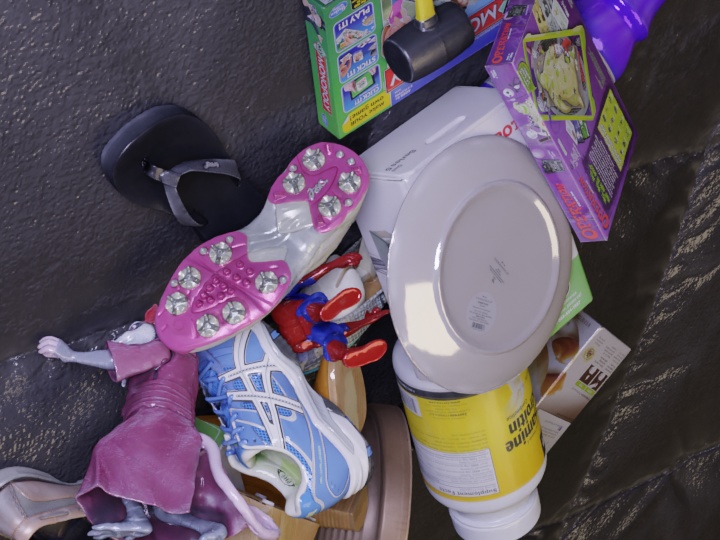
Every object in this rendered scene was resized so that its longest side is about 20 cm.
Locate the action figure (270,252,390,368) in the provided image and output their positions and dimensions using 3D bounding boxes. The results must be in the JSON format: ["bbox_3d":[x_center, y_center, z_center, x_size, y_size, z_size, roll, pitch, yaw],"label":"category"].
[{"bbox_3d":[-0.010,0.026,1.436,0.099,0.200,0.065,-27,100,-17],"label":"action figure"}]

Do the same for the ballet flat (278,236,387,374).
[{"bbox_3d":[0.000,0.000,1.558,0.200,0.072,0.072,-41,147,-21],"label":"ballet flat"}]

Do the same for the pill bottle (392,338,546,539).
[{"bbox_3d":[0.100,0.137,1.649,0.112,0.112,0.201,-32,127,-24],"label":"pill bottle"}]

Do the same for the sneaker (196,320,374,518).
[{"bbox_3d":[-0.079,0.102,1.449,0.077,0.200,0.076,-38,166,-40],"label":"sneaker"}]

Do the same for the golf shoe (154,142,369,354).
[{"bbox_3d":[-0.068,-0.004,1.420,0.200,0.075,0.092,-42,164,-12],"label":"golf shoe"}]

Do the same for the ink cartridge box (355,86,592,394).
[{"bbox_3d":[0.087,-0.027,1.522,0.145,0.084,0.201,-37,119,-30],"label":"ink cartridge box"}]

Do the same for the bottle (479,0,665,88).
[{"bbox_3d":[0.180,-0.181,1.584,0.200,0.065,0.084,-47,138,-4],"label":"bottle"}]

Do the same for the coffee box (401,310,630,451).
[{"bbox_3d":[0.140,0.109,1.788,0.200,0.114,0.080,-52,147,4],"label":"coffee box"}]

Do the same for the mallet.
[{"bbox_3d":[0.049,-0.227,1.363,0.066,0.041,0.201,-28,138,-27],"label":"mallet"}]

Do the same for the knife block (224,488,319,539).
[{"bbox_3d":[-0.105,0.262,1.507,0.176,0.064,0.200,-67,162,-7],"label":"knife block"}]

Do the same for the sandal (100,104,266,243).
[{"bbox_3d":[-0.114,-0.060,1.383,0.076,0.043,0.200,-51,147,2],"label":"sandal"}]

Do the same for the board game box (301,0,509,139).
[{"bbox_3d":[0.047,-0.201,1.443,0.200,0.029,0.135,-35,144,-21],"label":"board game box"}]

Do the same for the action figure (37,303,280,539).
[{"bbox_3d":[-0.146,0.105,1.395,0.148,0.201,0.134,-14,143,17],"label":"action figure"}]

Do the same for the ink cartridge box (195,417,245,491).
[{"bbox_3d":[-0.141,0.210,1.546,0.104,0.059,0.200,-61,159,-29],"label":"ink cartridge box"}]

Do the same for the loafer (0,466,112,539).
[{"bbox_3d":[-0.220,0.201,1.505,0.072,0.063,0.200,-56,147,11],"label":"loafer"}]

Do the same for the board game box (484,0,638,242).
[{"bbox_3d":[0.161,-0.132,1.494,0.200,0.032,0.120,57,38,-39],"label":"board game box"}]

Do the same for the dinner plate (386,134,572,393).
[{"bbox_3d":[0.100,-0.003,1.465,0.200,0.024,0.201,-8,102,-39],"label":"dinner plate"}]

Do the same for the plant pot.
[{"bbox_3d":[-0.023,0.213,1.680,0.092,0.201,0.201,7,125,-11],"label":"plant pot"}]

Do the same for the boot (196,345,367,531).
[{"bbox_3d":[-0.070,0.131,1.548,0.071,0.143,0.202,-61,156,-46],"label":"boot"}]
